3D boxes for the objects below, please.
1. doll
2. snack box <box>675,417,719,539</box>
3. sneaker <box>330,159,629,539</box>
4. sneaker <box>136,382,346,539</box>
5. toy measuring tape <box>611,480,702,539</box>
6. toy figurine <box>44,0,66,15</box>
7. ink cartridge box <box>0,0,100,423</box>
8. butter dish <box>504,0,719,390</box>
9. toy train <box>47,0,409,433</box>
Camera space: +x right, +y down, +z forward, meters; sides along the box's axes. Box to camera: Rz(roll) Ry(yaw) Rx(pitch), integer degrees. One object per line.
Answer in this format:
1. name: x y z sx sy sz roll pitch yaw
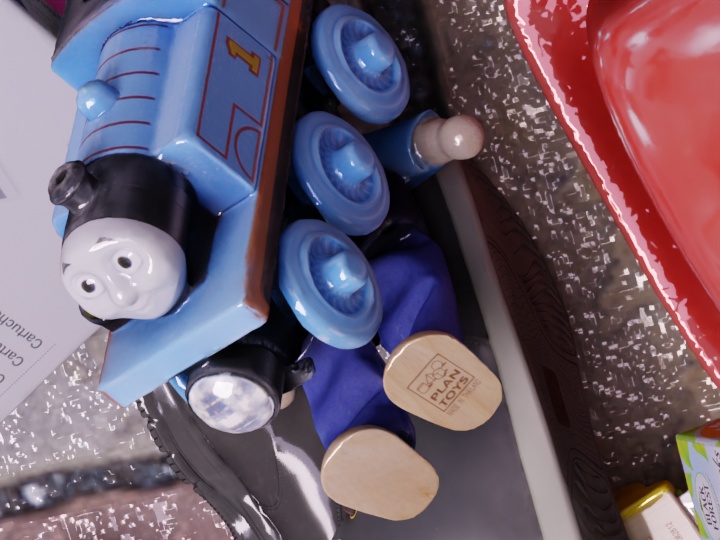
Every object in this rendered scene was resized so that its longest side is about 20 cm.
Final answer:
1. doll: 0.000 0.000 0.992 0.048 0.200 0.137 25 110 -26
2. snack box: 0.226 0.051 0.920 0.199 0.142 0.053 -18 97 -19
3. sneaker: 0.025 0.057 1.018 0.106 0.075 0.201 -24 63 19
4. sneaker: -0.024 0.069 1.077 0.091 0.076 0.200 -29 101 8
5. toy measuring tape: 0.121 0.092 1.042 0.200 0.074 0.074 -35 93 16
6. toy figurine: -0.178 -0.045 1.057 0.184 0.150 0.201 -18 106 7
7. ink cartridge box: -0.178 -0.021 0.990 0.200 0.041 0.200 -43 127 10
8. butter dish: 0.164 -0.055 0.953 0.199 0.148 0.200 -28 95 17
9. toy train: -0.050 -0.039 0.936 0.114 0.200 0.087 37 130 -28
